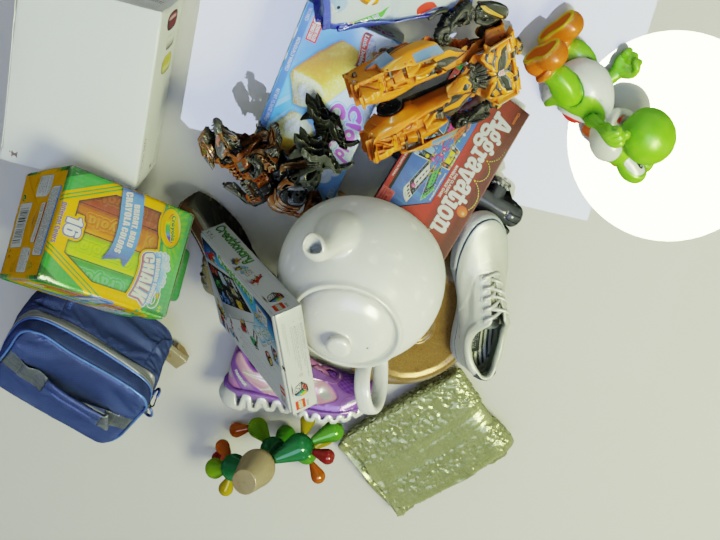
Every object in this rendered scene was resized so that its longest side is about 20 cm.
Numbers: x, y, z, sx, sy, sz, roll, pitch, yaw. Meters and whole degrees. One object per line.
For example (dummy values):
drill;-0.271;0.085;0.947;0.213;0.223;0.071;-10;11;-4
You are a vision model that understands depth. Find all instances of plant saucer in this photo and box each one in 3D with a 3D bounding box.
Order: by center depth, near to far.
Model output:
plant saucer;0.065;0.063;1.197;0.197;0.036;0.203;-8;122;-12

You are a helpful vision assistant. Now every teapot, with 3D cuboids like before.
teapot;-0.006;0.034;1.047;0.198;0.147;0.197;31;135;-14

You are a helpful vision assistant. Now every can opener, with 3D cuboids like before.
can opener;0.100;-0.106;1.142;0.199;0.063;0.079;34;97;-10

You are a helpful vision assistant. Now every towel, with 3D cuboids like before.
towel;0.083;0.222;1.294;0.199;0.037;0.149;-34;106;16

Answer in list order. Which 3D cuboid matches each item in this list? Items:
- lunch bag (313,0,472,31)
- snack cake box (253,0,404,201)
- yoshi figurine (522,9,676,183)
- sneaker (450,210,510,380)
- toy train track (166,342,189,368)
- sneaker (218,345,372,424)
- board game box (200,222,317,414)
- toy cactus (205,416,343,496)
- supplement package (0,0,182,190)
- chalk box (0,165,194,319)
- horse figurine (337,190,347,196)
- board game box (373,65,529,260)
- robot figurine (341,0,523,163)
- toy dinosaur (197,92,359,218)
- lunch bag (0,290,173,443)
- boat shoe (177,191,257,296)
lunch bag;0.024;-0.353;1.004;0.167;0.124;0.203;-11;107;-7
snack cake box;-0.042;-0.190;1.114;0.114;0.067;0.202;23;112;-6
yoshi figurine;0.273;-0.184;1.082;0.112;0.112;0.200;-40;109;10
sneaker;0.146;0.032;1.141;0.072;0.071;0.203;-13;120;-20
toy train track;-0.292;0.048;1.240;0.114;0.033;0.200;-31;117;34
sneaker;-0.077;0.130;1.240;0.197;0.081;0.090;7;113;1
board game box;-0.112;0.048;1.074;0.034;0.200;0.128;-21;126;-21
toy cactus;-0.118;0.241;1.242;0.197;0.165;0.104;-8;98;16
supplement package;-0.293;-0.212;1.094;0.153;0.111;0.203;14;113;-3
chalk box;-0.273;-0.021;1.108;0.198;0.123;0.127;20;78;-37
horse figurine;0.000;0.000;1.196;0.131;0.050;0.202;23;106;-15
board game box;0.098;-0.119;1.102;0.102;0.019;0.202;33;77;-9
robot figurine;0.086;-0.194;1.041;0.198;0.058;0.146;-25;133;-7
toy dinosaur;-0.074;-0.110;1.078;0.198;0.103;0.136;18;132;-36
lunch bag;-0.328;0.115;1.195;0.199;0.133;0.136;34;131;-16
boat shoe;-0.158;0.003;1.196;0.073;0.076;0.201;-29;107;17
